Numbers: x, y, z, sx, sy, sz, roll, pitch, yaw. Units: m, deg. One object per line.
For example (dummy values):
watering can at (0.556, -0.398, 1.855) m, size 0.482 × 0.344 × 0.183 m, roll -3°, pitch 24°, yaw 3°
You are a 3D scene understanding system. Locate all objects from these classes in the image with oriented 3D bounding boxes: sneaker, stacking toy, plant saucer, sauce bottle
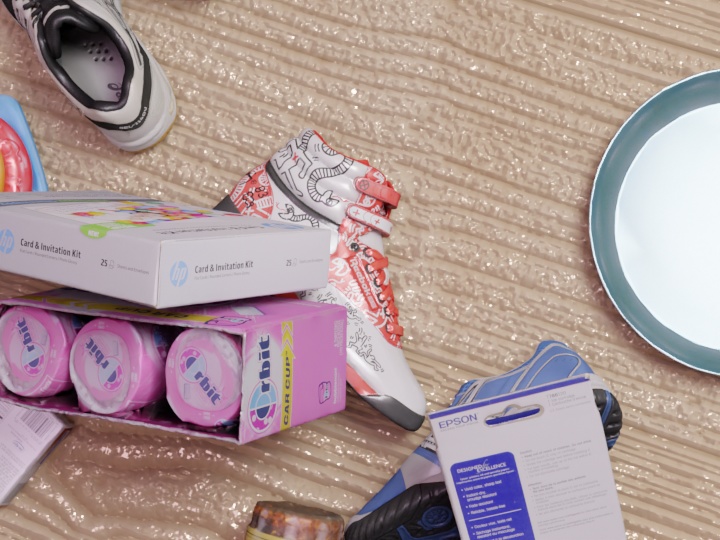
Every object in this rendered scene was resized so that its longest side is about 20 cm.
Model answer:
sneaker at (-0.001, -0.001, 0.976) m, size 0.108 × 0.067 × 0.202 m, roll -43°, pitch 77°, yaw 2°
sneaker at (-0.196, -0.174, 1.017) m, size 0.075 × 0.088 × 0.200 m, roll -40°, pitch 78°, yaw 2°
stacking toy at (-0.284, -0.069, 0.954) m, size 0.115 × 0.200 × 0.111 m, roll -19°, pitch 80°, yaw 3°
plant saucer at (0.247, -0.031, 0.970) m, size 0.197 × 0.027 × 0.203 m, roll -1°, pitch 82°, yaw 8°
sneaker at (0.074, 0.122, 0.957) m, size 0.199 × 0.076 × 0.077 m, roll -34°, pitch 39°, yaw 11°
sauce bottle at (-0.057, 0.250, 0.948) m, size 0.065 × 0.066 × 0.203 m, roll 9°, pitch 85°, yaw 8°

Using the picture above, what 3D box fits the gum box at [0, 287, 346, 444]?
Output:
gum box at (-0.121, 0.050, 0.921) m, size 0.198 × 0.113 × 0.067 m, roll 6°, pitch 98°, yaw 30°

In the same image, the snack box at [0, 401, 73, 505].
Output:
snack box at (-0.291, 0.067, 1.025) m, size 0.200 × 0.024 × 0.072 m, roll 41°, pitch 89°, yaw 11°

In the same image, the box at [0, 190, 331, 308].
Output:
box at (-0.142, -0.017, 0.915) m, size 0.198 × 0.155 × 0.042 m, roll 12°, pitch 101°, yaw 35°

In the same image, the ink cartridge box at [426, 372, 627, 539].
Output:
ink cartridge box at (0.106, 0.142, 0.899) m, size 0.098 × 0.039 × 0.202 m, roll -13°, pitch 121°, yaw 5°
